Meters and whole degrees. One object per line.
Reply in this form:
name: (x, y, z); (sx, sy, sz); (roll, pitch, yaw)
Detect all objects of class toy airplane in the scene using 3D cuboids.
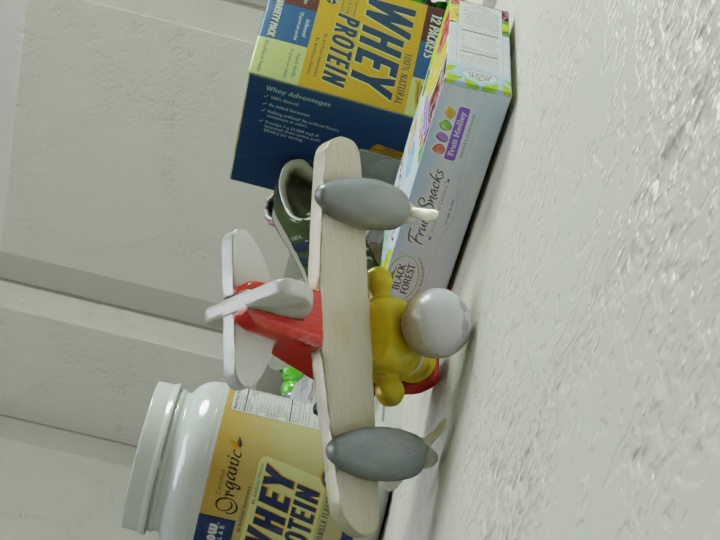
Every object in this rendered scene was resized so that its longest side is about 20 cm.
toy airplane: (-0.002, 0.035, 0.823); (0.199, 0.141, 0.200); (-59, -46, -58)

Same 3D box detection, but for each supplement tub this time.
supplement tub: (-0.083, 0.172, 1.061); (0.144, 0.200, 0.145); (-167, 90, -86)

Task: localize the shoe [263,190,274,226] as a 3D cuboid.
shoe: (-0.035, -0.085, 1.589); (0.200, 0.091, 0.072); (-18, 69, 52)

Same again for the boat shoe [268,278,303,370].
boat shoe: (-0.055, 0.035, 1.557); (0.202, 0.060, 0.072); (-46, -26, -22)

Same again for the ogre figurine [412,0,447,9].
ogre figurine: (0.066, -0.359, 1.410); (0.200, 0.120, 0.098); (108, 175, -53)

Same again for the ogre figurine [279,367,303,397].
ogre figurine: (-0.099, 0.157, 2.089); (0.120, 0.098, 0.200); (68, -134, -77)

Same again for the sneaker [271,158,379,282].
sneaker: (-0.029, -0.027, 1.276); (0.200, 0.067, 0.090); (53, 156, 29)

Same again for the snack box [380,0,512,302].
snack box: (0.061, -0.083, 0.975); (0.142, 0.053, 0.200); (-80, 5, -55)

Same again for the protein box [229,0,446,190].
protein box: (-0.015, -0.171, 1.317); (0.200, 0.198, 0.135); (112, 171, -62)

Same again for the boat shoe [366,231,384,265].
boat shoe: (0.000, 0.000, 1.481); (0.200, 0.068, 0.075); (-56, -10, -22)

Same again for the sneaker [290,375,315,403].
sneaker: (-0.041, 0.141, 1.520); (0.100, 0.075, 0.200); (-83, 7, -69)
